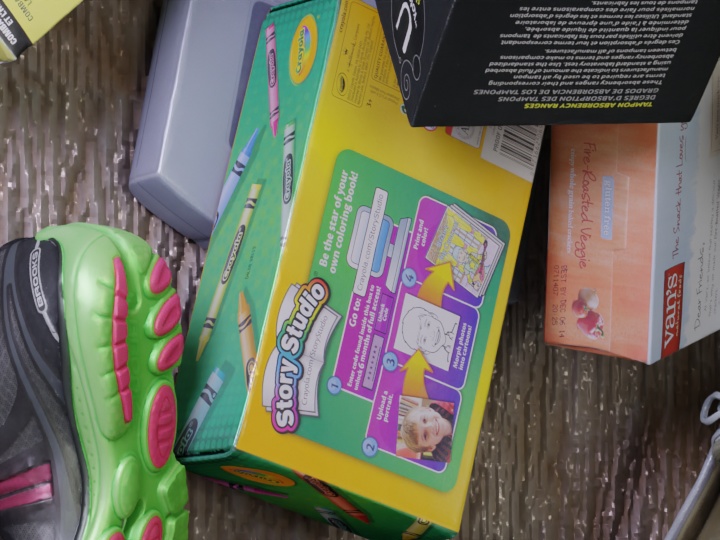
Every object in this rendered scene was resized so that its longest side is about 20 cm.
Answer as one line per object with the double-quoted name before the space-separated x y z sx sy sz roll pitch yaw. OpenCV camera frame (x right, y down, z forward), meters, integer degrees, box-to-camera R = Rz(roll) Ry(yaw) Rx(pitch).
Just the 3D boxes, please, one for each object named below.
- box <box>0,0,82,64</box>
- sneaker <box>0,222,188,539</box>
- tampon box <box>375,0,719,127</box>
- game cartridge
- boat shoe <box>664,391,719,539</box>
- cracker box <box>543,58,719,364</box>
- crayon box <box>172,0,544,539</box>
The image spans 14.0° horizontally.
"box" -0.106 -0.155 1.182 0.200 0.075 0.050 -45 111 -30
"sneaker" -0.117 0.078 1.152 0.077 0.083 0.201 -7 106 -55
"tampon box" 0.083 -0.175 1.139 0.126 0.200 0.150 -2 54 -17
"game cartridge" -0.008 -0.055 1.268 0.199 0.041 0.134 19 70 -34
"boat shoe" 0.168 0.105 1.283 0.065 0.074 0.203 32 77 -26
"cracker box" 0.154 -0.048 1.319 0.200 0.057 0.135 -21 117 -55
"crayon box" 0.000 0.000 1.210 0.118 0.058 0.201 23 71 -32
